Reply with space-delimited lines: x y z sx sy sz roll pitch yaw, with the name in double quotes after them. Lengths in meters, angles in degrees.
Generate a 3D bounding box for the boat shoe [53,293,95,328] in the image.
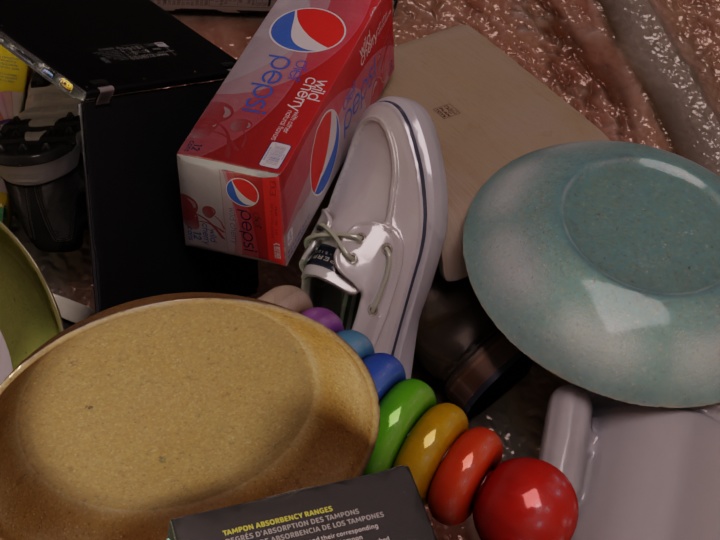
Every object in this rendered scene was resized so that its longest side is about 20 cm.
-0.248 0.026 0.989 0.198 0.075 0.066 15 83 8 "boat shoe"

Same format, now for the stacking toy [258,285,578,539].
0.024 0.086 0.916 0.199 0.086 0.085 27 55 16 "stacking toy"

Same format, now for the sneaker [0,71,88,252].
-0.170 -0.075 1.076 0.066 0.091 0.200 -2 29 11 "sneaker"

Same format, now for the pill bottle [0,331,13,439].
-0.275 0.070 0.870 0.199 0.112 0.113 -15 52 24 "pill bottle"

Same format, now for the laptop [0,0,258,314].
-0.149 -0.075 0.997 0.200 0.116 0.187 36 21 14 "laptop"

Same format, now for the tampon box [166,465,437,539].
-0.015 0.224 0.850 0.126 0.150 0.201 -10 59 -18 "tampon box"

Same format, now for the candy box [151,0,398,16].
-0.075 -0.245 1.211 0.199 0.061 0.137 0 56 -12 "candy box"

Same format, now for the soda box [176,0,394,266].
-0.039 -0.094 1.023 0.063 0.070 0.200 12 44 15 "soda box"

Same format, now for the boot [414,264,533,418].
0.101 -0.006 1.077 0.097 0.075 0.200 44 61 15 "boot"

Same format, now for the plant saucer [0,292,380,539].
-0.091 0.076 0.849 0.199 0.201 0.036 -5 43 -15 "plant saucer"

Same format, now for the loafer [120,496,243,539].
-0.094 0.141 0.948 0.199 0.073 0.072 6 66 -1 "loafer"

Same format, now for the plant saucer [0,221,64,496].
-0.229 0.054 0.927 0.200 0.200 0.031 40 17 16 "plant saucer"

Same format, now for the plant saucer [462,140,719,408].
0.158 -0.014 0.990 0.200 0.039 0.202 7 47 -7 "plant saucer"

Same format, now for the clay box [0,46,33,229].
-0.263 -0.091 1.076 0.114 0.048 0.201 6 56 -8 "clay box"

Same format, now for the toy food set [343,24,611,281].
0.053 -0.075 1.106 0.143 0.061 0.200 -21 46 -27 "toy food set"

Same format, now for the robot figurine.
0.161 0.131 0.971 0.169 0.113 0.201 39 50 -26 "robot figurine"

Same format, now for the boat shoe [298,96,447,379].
0.000 0.000 0.995 0.067 0.073 0.201 5 89 -41 "boat shoe"
